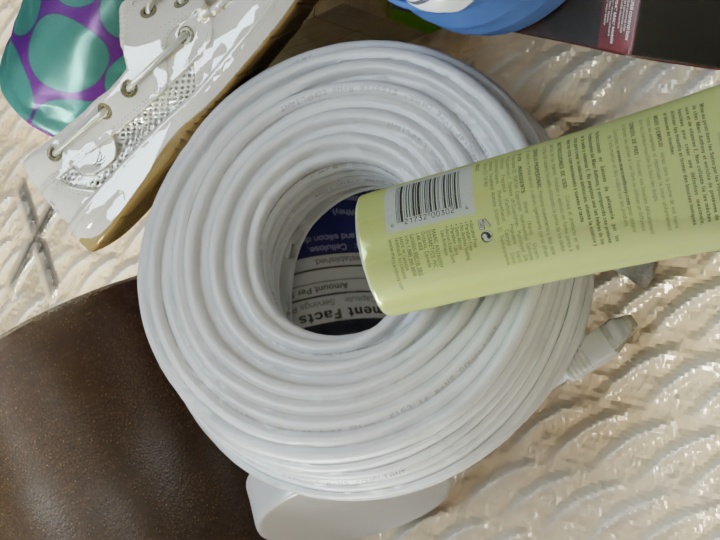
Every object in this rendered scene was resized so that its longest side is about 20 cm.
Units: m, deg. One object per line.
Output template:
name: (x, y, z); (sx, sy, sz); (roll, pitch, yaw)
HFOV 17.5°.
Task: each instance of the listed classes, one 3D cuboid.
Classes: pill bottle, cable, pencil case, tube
pill bottle: (-0.023, 0.021, 1.122); (0.116, 0.115, 0.201); (-41, 54, 48)
cable: (0.000, 0.000, 1.016); (0.200, 0.069, 0.200); (-42, 63, 3)
pencil case: (-0.133, -0.167, 1.332); (0.200, 0.092, 0.085); (-54, 47, 40)
tube: (0.098, -0.028, 0.924); (0.052, 0.199, 0.058); (-74, -34, -63)

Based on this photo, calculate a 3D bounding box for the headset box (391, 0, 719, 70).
headset box: (0.104, -0.167, 0.976); (0.200, 0.077, 0.150); (23, 106, 57)

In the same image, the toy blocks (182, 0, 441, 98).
toy blocks: (-0.022, -0.170, 1.174); (0.200, 0.099, 0.138); (-17, 62, 55)

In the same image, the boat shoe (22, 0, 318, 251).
boat shoe: (-0.083, -0.101, 1.070); (0.069, 0.071, 0.200); (43, 103, 2)

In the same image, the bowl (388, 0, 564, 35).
bowl: (0.047, -0.198, 0.963); (0.200, 0.039, 0.202); (-12, 76, 57)

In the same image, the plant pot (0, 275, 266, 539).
plant pot: (-0.104, 0.130, 1.208); (0.187, 0.186, 0.201); (-45, 66, 46)

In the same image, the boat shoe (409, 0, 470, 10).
boat shoe: (-0.008, -0.192, 0.918); (0.075, 0.086, 0.203); (-44, 51, 47)
